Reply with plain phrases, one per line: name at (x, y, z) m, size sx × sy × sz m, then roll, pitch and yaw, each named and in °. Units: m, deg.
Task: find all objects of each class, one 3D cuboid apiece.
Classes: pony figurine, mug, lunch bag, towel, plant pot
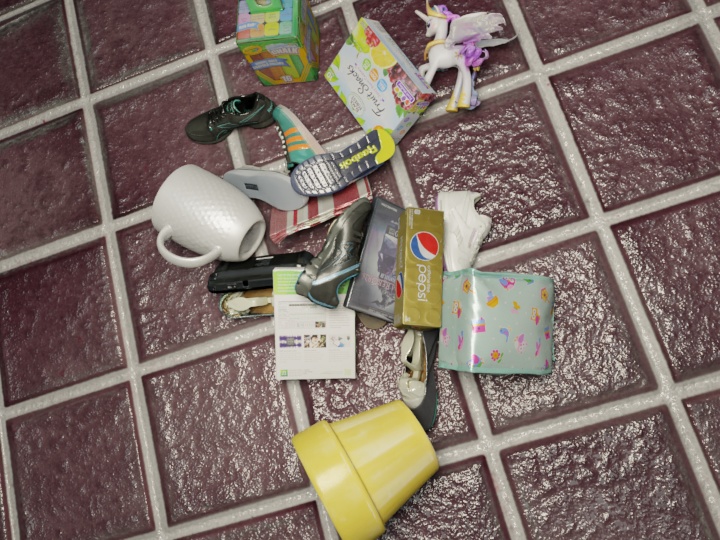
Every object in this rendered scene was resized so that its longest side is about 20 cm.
pony figurine at (0.182, -0.402, 1.094) m, size 0.192 × 0.166 × 0.201 m, roll 9°, pitch 97°, yaw 24°
mug at (-0.288, -0.081, 1.096) m, size 0.175 × 0.148 × 0.200 m, roll 28°, pitch 51°, yaw 12°
lunch bag at (0.236, 0.087, 0.973) m, size 0.199 × 0.122 × 0.171 m, roll 6°, pitch 83°, yaw -25°
towel at (-0.075, -0.123, 1.097) m, size 0.199 × 0.144 × 0.023 m, roll -22°, pitch 118°, yaw 6°
plant pot at (0.015, 0.312, 0.954) m, size 0.189 × 0.201 × 0.201 m, roll -29°, pitch 74°, yaw -13°

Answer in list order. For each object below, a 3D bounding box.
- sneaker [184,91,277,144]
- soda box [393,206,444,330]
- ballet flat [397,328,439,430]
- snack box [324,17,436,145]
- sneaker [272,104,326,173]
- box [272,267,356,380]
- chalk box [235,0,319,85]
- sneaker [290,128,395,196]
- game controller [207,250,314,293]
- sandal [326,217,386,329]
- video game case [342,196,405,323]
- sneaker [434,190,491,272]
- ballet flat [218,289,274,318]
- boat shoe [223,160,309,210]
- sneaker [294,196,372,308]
sneaker at (-0.270, -0.317, 1.193) m, size 0.199 × 0.079 × 0.076 m, roll -15°, pitch 76°, yaw 9°
soda box at (0.099, -0.001, 0.995) m, size 0.067 × 0.064 × 0.201 m, roll 6°, pitch 78°, yaw -11°
ballet flat at (0.094, 0.174, 1.017) m, size 0.073 × 0.073 × 0.201 m, roll 3°, pitch 77°, yaw 12°
snack box at (0.033, -0.352, 1.117) m, size 0.200 × 0.053 × 0.142 m, roll 56°, pitch 130°, yaw 16°
sneaker at (-0.125, -0.239, 1.150) m, size 0.080 × 0.071 × 0.200 m, roll -39°, pitch 70°, yaw 4°
box at (-0.079, 0.093, 1.042) m, size 0.144 × 0.036 × 0.201 m, roll 0°, pitch 100°, yaw -3°
chalk box at (-0.162, -0.466, 1.138) m, size 0.124 × 0.200 × 0.124 m, roll -1°, pitch 78°, yaw 11°
sneaker at (-0.033, -0.185, 1.069) m, size 0.200 × 0.082 × 0.074 m, roll -24°, pitch 93°, yaw -11°
game controller at (-0.185, 0.002, 1.104) m, size 0.199 × 0.104 × 0.042 m, roll -5°, pitch 112°, yaw 10°
sandal at (-0.005, 0.002, 1.082) m, size 0.077 × 0.070 × 0.212 m, roll -20°, pitch 98°, yaw 6°
video game case at (0.057, -0.012, 1.045) m, size 0.143 × 0.019 × 0.201 m, roll 21°, pitch 79°, yaw -30°
sneaker at (0.187, -0.051, 1.045) m, size 0.099 × 0.075 × 0.201 m, roll -6°, pitch 78°, yaw 9°
ballet flat at (-0.171, 0.058, 1.097) m, size 0.199 × 0.074 × 0.075 m, roll -10°, pitch 76°, yaw 11°
boat shoe at (-0.165, -0.170, 1.136) m, size 0.201 × 0.075 × 0.086 m, roll 13°, pitch 39°, yaw 34°
sneaker at (-0.028, -0.029, 0.991) m, size 0.082 × 0.073 × 0.200 m, roll 31°, pitch 83°, yaw 1°
